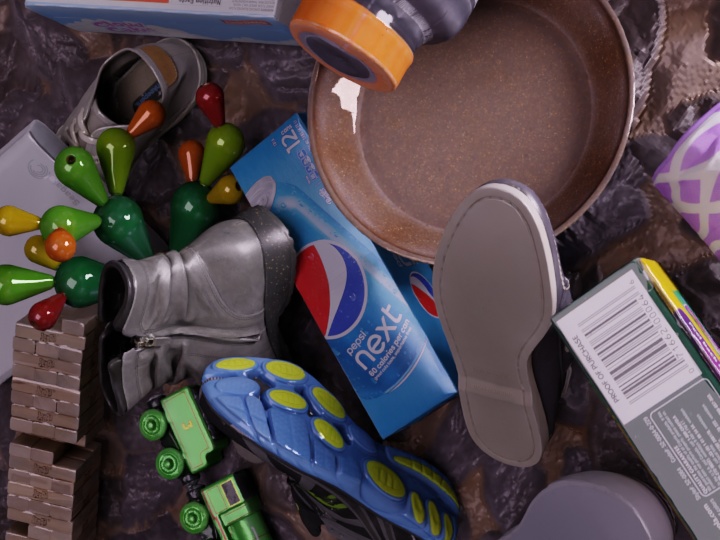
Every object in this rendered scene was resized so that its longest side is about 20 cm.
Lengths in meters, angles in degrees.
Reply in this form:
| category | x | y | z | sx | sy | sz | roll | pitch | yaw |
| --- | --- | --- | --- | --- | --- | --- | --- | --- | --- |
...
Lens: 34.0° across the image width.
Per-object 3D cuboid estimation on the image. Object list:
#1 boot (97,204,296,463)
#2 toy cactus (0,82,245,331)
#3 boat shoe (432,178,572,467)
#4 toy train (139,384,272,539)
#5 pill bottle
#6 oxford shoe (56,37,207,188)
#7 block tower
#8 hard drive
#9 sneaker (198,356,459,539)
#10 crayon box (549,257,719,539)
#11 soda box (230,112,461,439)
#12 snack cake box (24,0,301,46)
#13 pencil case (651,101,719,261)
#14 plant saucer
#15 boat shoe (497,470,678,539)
| category | x | y | z | sx | sy | sz | roll | pitch | yaw |
| --- | --- | --- | --- | --- | --- | --- | --- | --- | --- |
| boot | -0.108 | 0.059 | 0.749 | 0.067 | 0.129 | 0.203 | 35 | 136 | 39 |
| toy cactus | -0.144 | -0.016 | 0.788 | 0.199 | 0.166 | 0.102 | -40 | 35 | -12 |
| boat shoe | 0.088 | 0.023 | 0.673 | 0.072 | 0.063 | 0.202 | 15 | 135 | 27 |
| toy train | -0.095 | 0.174 | 0.834 | 0.056 | 0.042 | 0.202 | -28 | 83 | 13 |
| pill bottle | 0.036 | -0.204 | 0.669 | 0.105 | 0.106 | 0.202 | 27 | 84 | 20 |
| oxford shoe | -0.190 | -0.091 | 0.845 | 0.200 | 0.058 | 0.076 | -43 | 79 | 23 |
| block tower | -0.222 | 0.121 | 0.860 | 0.057 | 0.054 | 0.203 | 11 | 107 | 6 |
| hard drive | -0.254 | -0.004 | 0.861 | 0.199 | 0.026 | 0.132 | -33 | 115 | 25 |
| sneaker | -0.026 | 0.128 | 0.739 | 0.199 | 0.071 | 0.082 | 38 | 124 | -24 |
| crayon box | 0.187 | 0.092 | 0.619 | 0.058 | 0.172 | 0.202 | -35 | 79 | 13 |
| soda box | 0.000 | 0.000 | 0.757 | 0.064 | 0.068 | 0.202 | -35 | 80 | 24 |
| snack cake box | -0.118 | -0.218 | 0.785 | 0.197 | 0.067 | 0.117 | 9 | 88 | 24 |
| pencil case | 0.249 | -0.010 | 0.635 | 0.085 | 0.084 | 0.201 | -38 | 79 | -13 |
| plant saucer | 0.066 | -0.098 | 0.713 | 0.197 | 0.037 | 0.204 | -3 | 77 | 14 |
| boat shoe | 0.127 | 0.148 | 0.657 | 0.069 | 0.056 | 0.200 | 62 | 157 | 14 |
